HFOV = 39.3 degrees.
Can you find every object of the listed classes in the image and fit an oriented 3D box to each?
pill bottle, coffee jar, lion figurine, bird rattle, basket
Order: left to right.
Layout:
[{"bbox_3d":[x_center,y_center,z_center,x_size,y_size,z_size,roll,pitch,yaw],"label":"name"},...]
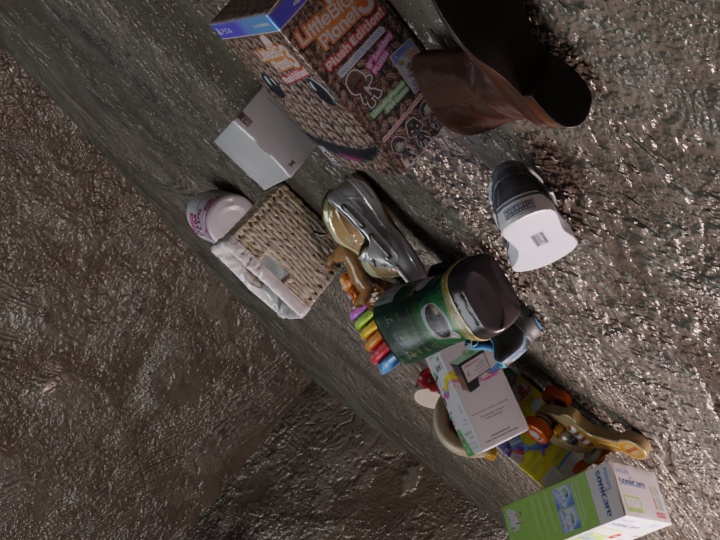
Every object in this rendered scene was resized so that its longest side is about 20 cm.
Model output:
[{"bbox_3d":[-0.306,-0.115,2.184,0.113,0.114,0.199,46,168,-24],"label":"pill bottle"},{"bbox_3d":[-0.144,-0.034,1.829,0.198,0.161,0.200,43,169,-10],"label":"basket"},{"bbox_3d":[0.000,0.000,1.707,0.200,0.073,0.122,48,161,-7],"label":"lion figurine"},{"bbox_3d":[0.111,0.050,1.306,0.199,0.085,0.105,-23,101,50],"label":"coffee jar"},{"bbox_3d":[0.185,0.228,1.692,0.197,0.165,0.113,20,152,2],"label":"bird rattle"}]

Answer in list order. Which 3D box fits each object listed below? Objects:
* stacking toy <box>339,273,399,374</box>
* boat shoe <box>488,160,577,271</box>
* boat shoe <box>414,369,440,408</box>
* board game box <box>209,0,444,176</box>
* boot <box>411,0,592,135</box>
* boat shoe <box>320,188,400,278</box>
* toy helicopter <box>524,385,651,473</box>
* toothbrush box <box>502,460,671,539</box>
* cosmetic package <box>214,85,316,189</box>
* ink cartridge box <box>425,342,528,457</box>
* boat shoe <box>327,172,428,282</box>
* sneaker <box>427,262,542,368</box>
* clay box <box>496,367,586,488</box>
[{"bbox_3d":[0.023,0.087,1.922,0.201,0.109,0.116,51,172,6],"label":"stacking toy"},{"bbox_3d":[0.163,-0.053,0.987,0.200,0.071,0.069,34,-145,-66],"label":"boat shoe"},{"bbox_3d":[0.196,0.228,1.857,0.196,0.063,0.073,15,134,-6],"label":"boat shoe"},{"bbox_3d":[-0.025,-0.200,0.973,0.200,0.097,0.159,47,167,-25],"label":"board game box"},{"bbox_3d":[0.077,-0.181,0.819,0.187,0.064,0.200,48,172,-19],"label":"boot"},{"bbox_3d":[0.016,-0.053,1.494,0.075,0.073,0.200,12,160,38],"label":"boat shoe"},{"bbox_3d":[0.344,0.251,1.489,0.198,0.079,0.133,5,137,51],"label":"toy helicopter"},{"bbox_3d":[0.336,0.366,1.506,0.144,0.199,0.087,21,-134,-44],"label":"toothbrush box"},{"bbox_3d":[-0.133,-0.187,1.434,0.113,0.081,0.200,43,167,-13],"label":"cosmetic package"},{"bbox_3d":[0.168,0.172,1.545,0.145,0.083,0.203,101,146,-76],"label":"ink cartridge box"},{"bbox_3d":[0.025,-0.035,1.401,0.201,0.069,0.071,54,173,-5],"label":"boat shoe"},{"bbox_3d":[0.151,0.056,1.375,0.199,0.082,0.073,33,170,42],"label":"sneaker"},{"bbox_3d":[0.277,0.261,1.621,0.199,0.115,0.048,40,178,11],"label":"clay box"}]
